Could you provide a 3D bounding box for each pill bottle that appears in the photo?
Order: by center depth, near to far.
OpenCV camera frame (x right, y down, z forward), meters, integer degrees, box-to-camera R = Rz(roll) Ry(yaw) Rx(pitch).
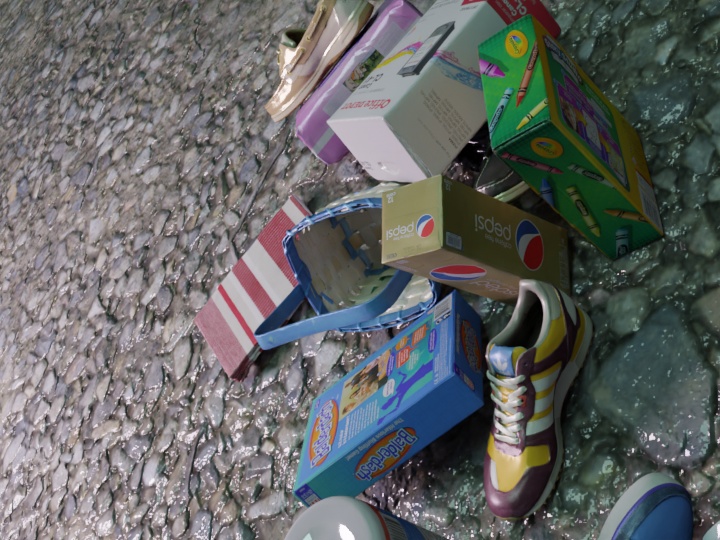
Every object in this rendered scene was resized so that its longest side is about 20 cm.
[{"bbox_3d":[0.035,0.258,0.849,0.111,0.199,0.114,-25,48,32],"label":"pill bottle"}]

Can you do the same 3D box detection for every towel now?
[{"bbox_3d":[-0.112,0.019,1.290,0.201,0.023,0.144,-51,38,6],"label":"towel"}]

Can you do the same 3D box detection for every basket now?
[{"bbox_3d":[0.000,0.000,1.078,0.174,0.141,0.200,-15,20,40],"label":"basket"}]

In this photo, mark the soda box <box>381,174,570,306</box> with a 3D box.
[{"bbox_3d":[0.106,-0.021,0.952,0.067,0.198,0.065,-13,69,40],"label":"soda box"}]

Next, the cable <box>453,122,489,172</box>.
[{"bbox_3d":[0.124,-0.201,1.171,0.164,0.051,0.200,-53,39,6],"label":"cable"}]

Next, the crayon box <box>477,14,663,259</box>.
[{"bbox_3d":[0.182,-0.110,0.933,0.058,0.199,0.120,-27,48,30],"label":"crayon box"}]

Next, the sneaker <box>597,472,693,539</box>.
[{"bbox_3d":[0.218,0.254,0.736,0.146,0.080,0.203,17,85,62],"label":"sneaker"}]

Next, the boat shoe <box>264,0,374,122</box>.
[{"bbox_3d":[-0.063,-0.260,1.281,0.200,0.069,0.074,-45,11,36],"label":"boat shoe"}]

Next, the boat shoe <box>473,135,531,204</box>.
[{"bbox_3d":[0.149,-0.129,1.023,0.071,0.067,0.201,-16,25,43],"label":"boat shoe"}]

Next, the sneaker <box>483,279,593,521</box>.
[{"bbox_3d":[0.134,0.108,0.928,0.074,0.090,0.203,-2,64,45],"label":"sneaker"}]

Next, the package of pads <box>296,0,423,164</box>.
[{"bbox_3d":[0.004,-0.223,1.267,0.201,0.075,0.121,-50,14,9],"label":"package of pads"}]

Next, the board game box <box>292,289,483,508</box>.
[{"bbox_3d":[0.028,0.125,1.021,0.199,0.045,0.153,-39,18,22],"label":"board game box"}]

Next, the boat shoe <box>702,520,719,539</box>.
[{"bbox_3d":[0.323,0.180,0.706,0.197,0.072,0.069,-21,49,27],"label":"boat shoe"}]

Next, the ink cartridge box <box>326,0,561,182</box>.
[{"bbox_3d":[0.079,-0.188,1.061,0.200,0.086,0.147,-48,21,-13],"label":"ink cartridge box"}]
